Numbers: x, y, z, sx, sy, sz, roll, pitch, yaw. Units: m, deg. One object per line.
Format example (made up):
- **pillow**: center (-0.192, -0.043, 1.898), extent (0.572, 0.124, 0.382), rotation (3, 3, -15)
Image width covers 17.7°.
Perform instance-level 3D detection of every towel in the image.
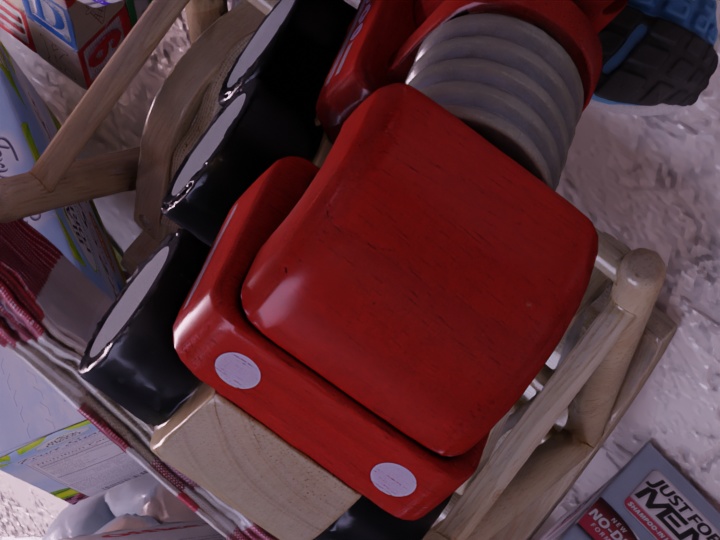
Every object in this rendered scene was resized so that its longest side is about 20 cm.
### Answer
- **towel**: center (-0.086, 0.025, 0.788), extent (0.200, 0.023, 0.144), rotation (42, -176, -8)

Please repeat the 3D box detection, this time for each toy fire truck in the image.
- **toy fire truck**: center (0.048, -0.033, 0.583), extent (0.128, 0.177, 0.200), rotation (36, 133, -12)

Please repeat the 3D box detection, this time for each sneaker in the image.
- **sneaker**: center (0.032, -0.102, 0.746), extent (0.199, 0.075, 0.087), rotation (33, 166, 24)

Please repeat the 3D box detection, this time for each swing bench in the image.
- **swing bench**: center (0.000, 0.000, 0.821), extent (0.199, 0.130, 0.200), rotation (39, -178, 12)

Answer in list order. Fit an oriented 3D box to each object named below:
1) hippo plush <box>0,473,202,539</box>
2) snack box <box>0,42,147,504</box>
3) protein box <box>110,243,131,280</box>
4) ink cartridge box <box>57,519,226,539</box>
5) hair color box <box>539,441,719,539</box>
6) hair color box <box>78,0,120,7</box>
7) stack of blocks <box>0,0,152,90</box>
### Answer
- **hippo plush**: center (-0.110, 0.200, 1.202), extent (0.161, 0.159, 0.200), rotation (52, 153, -12)
- **snack box**: center (-0.138, 0.003, 0.962), extent (0.200, 0.067, 0.170), rotation (71, 176, -81)
- **protein box**: center (-0.256, -0.019, 1.149), extent (0.199, 0.135, 0.200), rotation (53, 151, -13)
- **ink cartridge box**: center (-0.026, 0.162, 1.034), extent (0.199, 0.145, 0.088), rotation (3, 94, 48)
- **hair color box**: center (0.056, 0.165, 0.896), extent (0.061, 0.200, 0.099), rotation (44, 151, 4)
- **hair color box**: center (-0.087, -0.127, 0.638), extent (0.109, 0.065, 0.200), rotation (23, 173, -19)
- **stack of blocks**: center (-0.167, -0.171, 0.898), extent (0.199, 0.059, 0.115), rotation (36, 159, 20)
